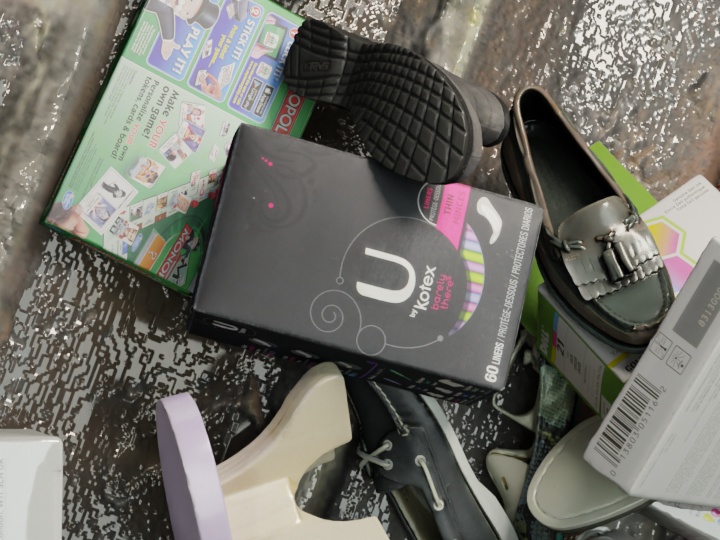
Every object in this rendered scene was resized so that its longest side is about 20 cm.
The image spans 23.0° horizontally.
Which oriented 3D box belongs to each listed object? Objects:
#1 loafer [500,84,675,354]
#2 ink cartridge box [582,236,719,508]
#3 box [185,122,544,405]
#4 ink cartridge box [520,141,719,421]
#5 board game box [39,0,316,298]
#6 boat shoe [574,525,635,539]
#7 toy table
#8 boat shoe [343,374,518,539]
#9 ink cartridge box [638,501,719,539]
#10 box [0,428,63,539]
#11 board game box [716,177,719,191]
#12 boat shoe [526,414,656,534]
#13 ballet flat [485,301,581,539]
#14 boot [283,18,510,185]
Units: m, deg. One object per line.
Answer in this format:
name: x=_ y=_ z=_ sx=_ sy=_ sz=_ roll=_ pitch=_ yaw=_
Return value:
loafer: x=0.139 y=-0.036 z=1.132 sx=0.071 sy=0.063 sz=0.201 roll=-22 pitch=52 yaw=-7
ink cartridge box: x=0.246 y=0.072 z=1.124 sx=0.199 sy=0.047 sz=0.161 roll=13 pitch=110 yaw=-49
box: x=0.000 y=0.000 z=1.115 sx=0.198 sy=0.106 sz=0.124 roll=14 pitch=79 yaw=-5
ink cartridge box: x=0.172 y=-0.007 z=1.190 sx=0.147 sy=0.076 sz=0.200 roll=-33 pitch=62 yaw=-15
board game box: x=-0.110 y=-0.093 z=1.173 sx=0.134 sy=0.029 sz=0.202 roll=27 pitch=80 yaw=-18
boat shoe: x=0.165 y=0.210 z=1.207 sx=0.073 sy=0.200 sz=0.066 roll=-30 pitch=56 yaw=15
toy table: x=-0.056 y=0.155 z=1.121 sx=0.116 sy=0.185 sz=0.201 roll=-15 pitch=134 yaw=-13
boat shoe: x=0.035 y=0.132 z=1.196 sx=0.060 sy=0.075 sz=0.201 roll=-39 pitch=101 yaw=-21
ink cartridge box: x=0.302 y=0.160 z=1.263 sx=0.198 sy=0.067 sz=0.117 roll=27 pitch=80 yaw=2
box: x=-0.282 y=0.196 z=1.056 sx=0.198 sy=0.131 sz=0.202 roll=0 pitch=89 yaw=-19
board game box: x=0.326 y=-0.021 z=1.290 sx=0.150 sy=0.046 sz=0.202 roll=19 pitch=82 yaw=3
boat shoe: x=0.201 y=0.119 z=1.195 sx=0.201 sy=0.060 sz=0.072 roll=-34 pitch=57 yaw=-10
ballet flat: x=0.121 y=0.115 z=1.239 sx=0.073 sy=0.074 sz=0.203 roll=12 pitch=83 yaw=-18
boot: x=0.051 y=-0.104 z=1.129 sx=0.131 sy=0.200 sz=0.070 roll=13 pitch=111 yaw=-38
